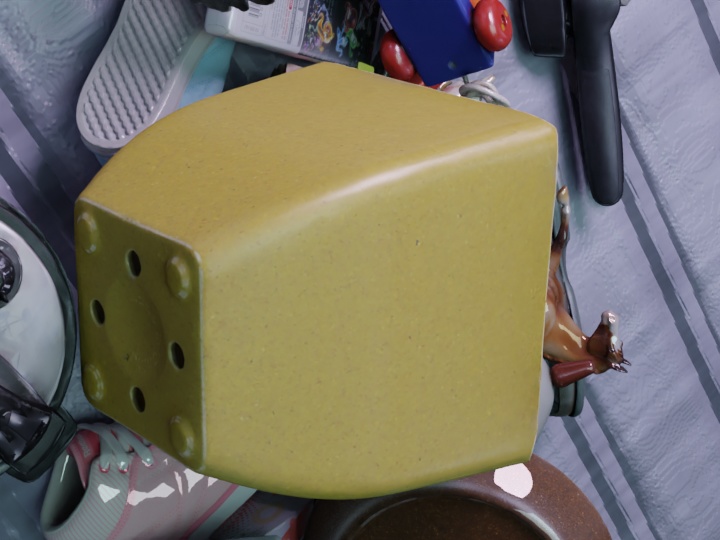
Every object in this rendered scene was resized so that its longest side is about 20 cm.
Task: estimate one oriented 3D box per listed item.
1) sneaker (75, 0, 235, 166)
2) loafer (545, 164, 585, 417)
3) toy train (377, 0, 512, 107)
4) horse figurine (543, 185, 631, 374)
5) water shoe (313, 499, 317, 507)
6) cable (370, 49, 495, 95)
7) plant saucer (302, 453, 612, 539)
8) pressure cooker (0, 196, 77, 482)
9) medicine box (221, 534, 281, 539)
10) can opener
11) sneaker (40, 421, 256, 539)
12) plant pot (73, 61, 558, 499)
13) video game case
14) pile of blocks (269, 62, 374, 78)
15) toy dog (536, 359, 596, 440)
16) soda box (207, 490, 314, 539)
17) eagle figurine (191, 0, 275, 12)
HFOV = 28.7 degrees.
[{"bbox_3d":[-0.110,-0.140,0.878,0.200,0.074,0.082,-59,163,-19],"label":"sneaker"},{"bbox_3d":[0.123,0.013,1.044,0.063,0.072,0.201,-9,98,-9],"label":"loafer"},{"bbox_3d":[0.065,-0.172,0.924,0.200,0.084,0.116,57,35,-31],"label":"toy train"},{"bbox_3d":[0.081,0.019,0.991,0.199,0.050,0.133,-9,110,7],"label":"horse figurine"},{"bbox_3d":[0.014,0.109,0.920,0.079,0.071,0.201,-2,103,-43],"label":"water shoe"},{"bbox_3d":[0.010,-0.082,0.953,0.200,0.050,0.097,-47,134,-17],"label":"cable"},{"bbox_3d":[0.058,0.195,0.859,0.199,0.035,0.201,4,112,10],"label":"plant saucer"},{"bbox_3d":[-0.244,0.026,0.738,0.175,0.200,0.180,-4,101,-28],"label":"pressure cooker"},{"bbox_3d":[-0.080,0.296,0.860,0.102,0.183,0.201,-7,134,8],"label":"medicine box"},{"bbox_3d":[0.172,-0.147,1.046,0.063,0.078,0.201,-55,134,-57],"label":"can opener"},{"bbox_3d":[-0.122,0.112,0.897,0.200,0.075,0.105,-50,123,-2],"label":"sneaker"},{"bbox_3d":[-0.039,0.010,0.748,0.199,0.195,0.195,-14,115,-38],"label":"plant pot"},{"bbox_3d":[-0.025,-0.232,0.874,0.182,0.023,0.201,0,101,-62],"label":"video game case"},{"bbox_3d":[0.030,-0.081,0.888,0.200,0.062,0.082,35,41,1],"label":"pile of blocks"},{"bbox_3d":[0.106,0.127,0.916,0.132,0.096,0.201,-25,111,-68],"label":"toy dog"},{"bbox_3d":[-0.010,0.158,0.981,0.200,0.068,0.064,-33,113,-21],"label":"soda box"},{"bbox_3d":[-0.119,-0.240,0.756,0.199,0.152,0.152,12,53,-21],"label":"eagle figurine"}]
